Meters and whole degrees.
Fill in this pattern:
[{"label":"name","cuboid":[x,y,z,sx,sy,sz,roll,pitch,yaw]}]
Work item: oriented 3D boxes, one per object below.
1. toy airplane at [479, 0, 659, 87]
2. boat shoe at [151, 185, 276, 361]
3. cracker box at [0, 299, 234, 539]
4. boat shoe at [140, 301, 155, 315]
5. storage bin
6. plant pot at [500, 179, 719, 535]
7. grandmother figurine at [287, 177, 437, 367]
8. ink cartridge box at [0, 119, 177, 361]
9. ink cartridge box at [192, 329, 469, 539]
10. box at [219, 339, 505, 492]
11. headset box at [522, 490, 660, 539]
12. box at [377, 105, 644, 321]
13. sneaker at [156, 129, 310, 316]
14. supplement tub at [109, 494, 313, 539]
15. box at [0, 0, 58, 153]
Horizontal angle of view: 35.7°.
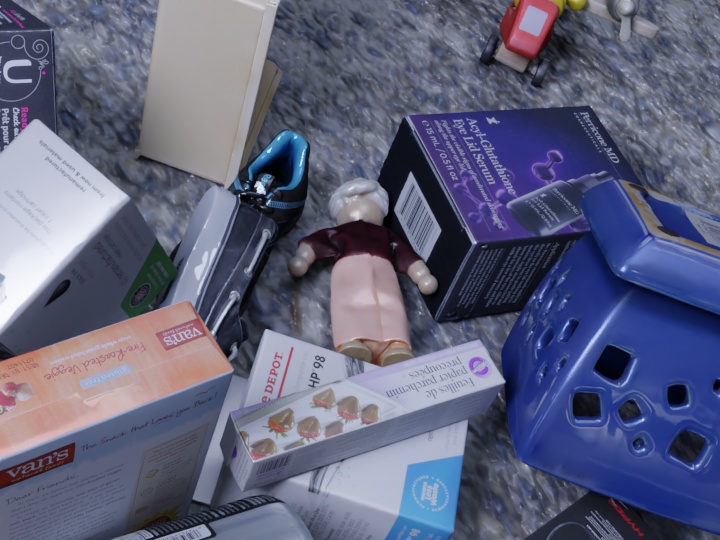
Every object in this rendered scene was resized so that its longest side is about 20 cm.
[{"label":"toy airplane","cuboid":[0.199,-0.308,1.186,0.199,0.142,0.200,-11,55,-28]},{"label":"boat shoe","cuboid":[-0.111,0.041,0.778,0.067,0.072,0.201,28,62,-19]},{"label":"cracker box","cuboid":[-0.159,0.115,0.642,0.133,0.201,0.058,-18,59,-33]},{"label":"boat shoe","cuboid":[-0.227,0.012,0.801,0.200,0.060,0.072,22,47,-1]},{"label":"storage bin","cuboid":[-0.108,-0.209,0.943,0.093,0.201,0.199,18,47,-2]},{"label":"plant pot","cuboid":[0.226,0.052,0.814,0.198,0.181,0.200,19,19,-3]},{"label":"grandmother figurine","cuboid":[0.000,0.000,0.904,0.120,0.061,0.201,15,44,-17]},{"label":"ink cartridge box","cuboid":[-0.219,0.029,0.681,0.084,0.146,0.200,38,78,13]},{"label":"ink cartridge box","cuboid":[-0.031,0.120,0.779,0.198,0.067,0.116,18,47,-5]},{"label":"box","cuboid":[0.004,0.094,0.741,0.199,0.042,0.039,-14,57,-29]},{"label":"headset box","cuboid":[0.134,0.252,0.722,0.199,0.077,0.149,-25,63,-35]},{"label":"box","cuboid":[0.135,-0.053,0.967,0.198,0.105,0.149,-8,54,-26]},{"label":"sneaker","cuboid":[-0.098,-0.035,0.877,0.073,0.082,0.201,25,47,2]},{"label":"supplement tub","cuboid":[-0.122,0.210,0.628,0.199,0.123,0.123,-13,56,-29]},{"label":"box","cuboid":[-0.289,-0.122,0.794,0.114,0.133,0.200,-7,23,-25]}]
